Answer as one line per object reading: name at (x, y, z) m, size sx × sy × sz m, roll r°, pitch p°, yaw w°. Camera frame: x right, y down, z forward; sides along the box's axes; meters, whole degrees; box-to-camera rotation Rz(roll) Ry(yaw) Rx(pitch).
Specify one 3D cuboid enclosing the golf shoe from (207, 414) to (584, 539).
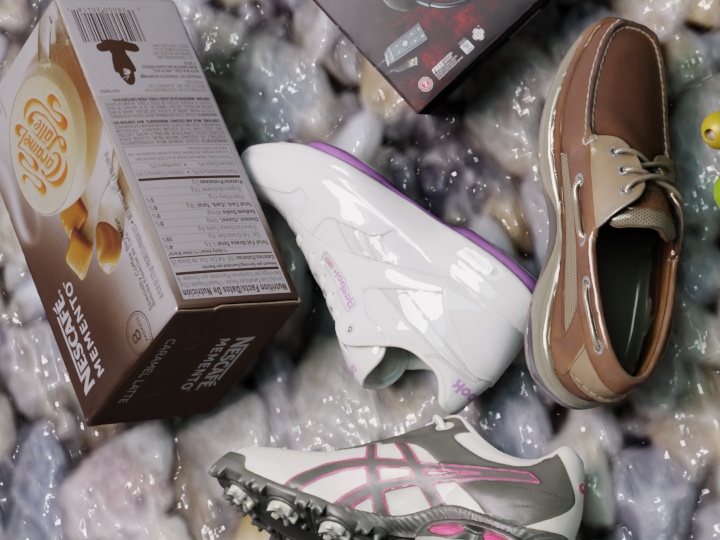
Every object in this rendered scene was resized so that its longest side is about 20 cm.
golf shoe at (0.021, 0.117, 1.384) m, size 0.199 × 0.077 × 0.088 m, roll 14°, pitch 61°, yaw 23°

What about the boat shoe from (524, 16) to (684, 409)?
boat shoe at (0.134, -0.030, 1.356) m, size 0.072 × 0.075 × 0.201 m, roll -9°, pitch 76°, yaw 59°

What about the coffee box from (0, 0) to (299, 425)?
coffee box at (-0.123, -0.033, 1.448) m, size 0.114 × 0.080 × 0.200 m, roll -49°, pitch 55°, yaw 44°

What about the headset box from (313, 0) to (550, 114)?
headset box at (0.019, -0.204, 1.430) m, size 0.149 × 0.075 × 0.200 m, roll -42°, pitch 88°, yaw 7°

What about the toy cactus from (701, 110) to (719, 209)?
toy cactus at (0.231, -0.116, 1.348) m, size 0.200 × 0.102 × 0.165 m, roll -52°, pitch 51°, yaw 12°

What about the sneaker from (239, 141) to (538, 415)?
sneaker at (0.000, 0.000, 1.416) m, size 0.200 × 0.075 × 0.100 m, roll 33°, pitch 88°, yaw 29°
